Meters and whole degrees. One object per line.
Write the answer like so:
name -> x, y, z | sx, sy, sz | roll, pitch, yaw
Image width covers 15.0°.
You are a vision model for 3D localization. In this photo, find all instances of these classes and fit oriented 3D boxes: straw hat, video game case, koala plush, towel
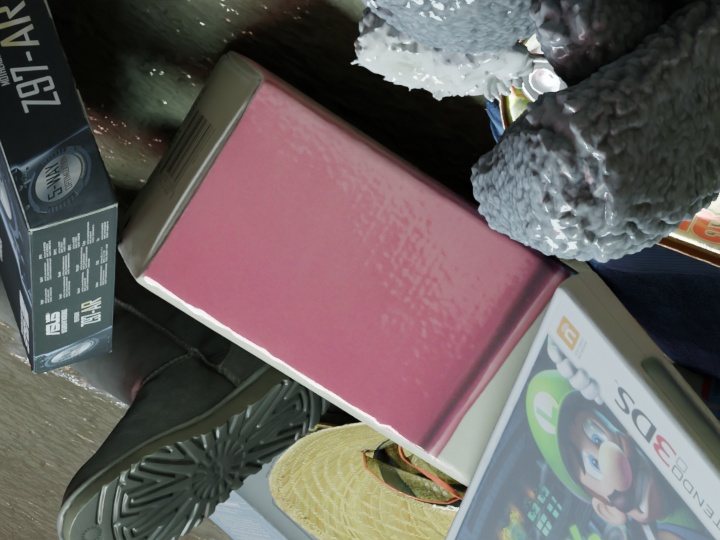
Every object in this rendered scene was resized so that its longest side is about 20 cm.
straw hat -> 0.052, 0.089, 1.473 | 0.200, 0.086, 0.201 | 8, 152, 4
video game case -> 0.114, 0.128, 1.135 | 0.182, 0.023, 0.200 | 52, 146, 25
koala plush -> 0.063, -0.116, 0.925 | 0.199, 0.183, 0.178 | 13, 117, 50
towel -> 0.137, -0.016, 1.203 | 0.111, 0.049, 0.200 | 7, 151, 41

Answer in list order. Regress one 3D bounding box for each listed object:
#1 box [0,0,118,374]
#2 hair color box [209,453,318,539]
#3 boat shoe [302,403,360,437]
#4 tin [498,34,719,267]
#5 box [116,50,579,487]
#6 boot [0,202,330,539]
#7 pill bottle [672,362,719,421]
box -> -0.162, -0.058, 1.320 | 0.043, 0.161, 0.200 | -17, 162, -12
hair color box -> -0.022, 0.137, 1.649 | 0.060, 0.099, 0.200 | 4, 149, 42
boat shoe -> 0.053, 0.114, 1.567 | 0.200, 0.061, 0.072 | 26, 158, 3
tin -> 0.152, -0.052, 1.067 | 0.199, 0.042, 0.112 | 21, 130, 5
box -> 0.000, 0.000, 1.261 | 0.199, 0.109, 0.128 | 32, -177, -14
boot -> -0.134, 0.050, 1.426 | 0.200, 0.181, 0.073 | 36, 141, 33
pill bottle -> 0.186, 0.105, 1.297 | 0.199, 0.109, 0.109 | 13, 156, 8
